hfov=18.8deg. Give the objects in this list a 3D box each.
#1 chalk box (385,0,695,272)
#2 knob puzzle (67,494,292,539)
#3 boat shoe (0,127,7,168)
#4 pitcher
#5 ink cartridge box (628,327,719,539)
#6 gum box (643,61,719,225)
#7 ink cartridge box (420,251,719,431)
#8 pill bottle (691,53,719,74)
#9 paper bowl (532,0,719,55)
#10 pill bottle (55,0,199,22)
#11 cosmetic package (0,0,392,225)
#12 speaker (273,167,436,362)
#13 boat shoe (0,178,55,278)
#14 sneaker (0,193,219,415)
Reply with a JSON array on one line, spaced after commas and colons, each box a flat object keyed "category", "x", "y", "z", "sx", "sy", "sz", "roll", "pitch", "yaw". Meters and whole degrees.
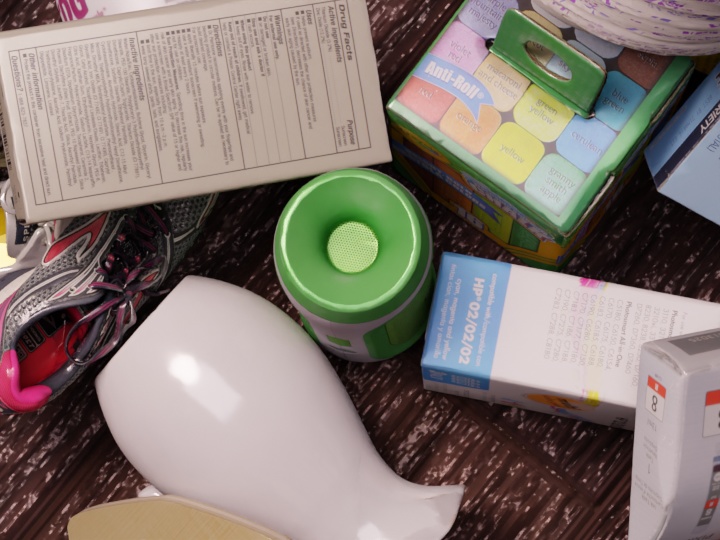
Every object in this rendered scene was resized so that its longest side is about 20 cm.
[{"category": "chalk box", "x": 0.097, "y": -0.090, "z": 1.201, "sx": 0.125, "sy": 0.200, "sz": 0.124, "roll": 36, "pitch": 85, "yaw": 8}, {"category": "knob puzzle", "x": -0.089, "y": 0.206, "z": 1.211, "sx": 0.219, "sy": 0.030, "sz": 0.221, "roll": 10, "pitch": 110, "yaw": 29}, {"category": "boat shoe", "x": -0.247, "y": -0.084, "z": 1.254, "sx": 0.200, "sy": 0.066, "sz": 0.072, "roll": -10, "pitch": 72, "yaw": 28}, {"category": "pitcher", "x": -0.067, "y": 0.117, "z": 1.230, "sx": 0.200, "sy": 0.121, "sz": 0.172, "roll": 43, "pitch": 101, "yaw": -3}, {"category": "ink cartridge box", "x": 0.221, "y": 0.123, "z": 1.164, "sx": 0.161, "sy": 0.050, "sz": 0.201, "roll": -9, "pitch": 110, "yaw": -25}, {"category": "gum box", "x": 0.284, "y": -0.072, "z": 1.181, "sx": 0.199, "sy": 0.045, "sz": 0.170, "roll": 27, "pitch": 118, "yaw": -23}, {"category": "ink cartridge box", "x": 0.137, "y": 0.048, "z": 1.220, "sx": 0.199, "sy": 0.115, "sz": 0.068, "roll": 11, "pitch": 82, "yaw": 5}, {"category": "pill bottle", "x": 0.231, "y": -0.159, "z": 1.250, "sx": 0.199, "sy": 0.111, "sz": 0.112, "roll": 23, "pitch": 83, "yaw": 7}, {"category": "paper bowl", "x": 0.140, "y": -0.199, "z": 1.108, "sx": 0.200, "sy": 0.104, "sz": 0.202, "roll": 11, "pitch": 59, "yaw": -18}, {"category": "pill bottle", "x": -0.130, "y": -0.187, "z": 1.273, "sx": 0.113, "sy": 0.113, "sz": 0.201, "roll": -21, "pitch": 80, "yaw": 0}, {"category": "cosmetic package", "x": -0.092, "y": -0.090, "z": 1.166, "sx": 0.199, "sy": 0.073, "sz": 0.104, "roll": -9, "pitch": 93, "yaw": -13}, {"category": "speaker", "x": 0.000, "y": 0.000, "z": 1.193, "sx": 0.088, "sy": 0.200, "sz": 0.089, "roll": 0, "pitch": 81, "yaw": 3}, {"category": "boat shoe", "x": -0.190, "y": -0.028, "z": 1.265, "sx": 0.201, "sy": 0.086, "sz": 0.075, "roll": -9, "pitch": 81, "yaw": 2}, {"category": "sneaker", "x": -0.142, "y": 0.005, "z": 1.208, "sx": 0.200, "sy": 0.075, "sz": 0.081, "roll": -51, "pitch": 119, "yaw": -17}]
